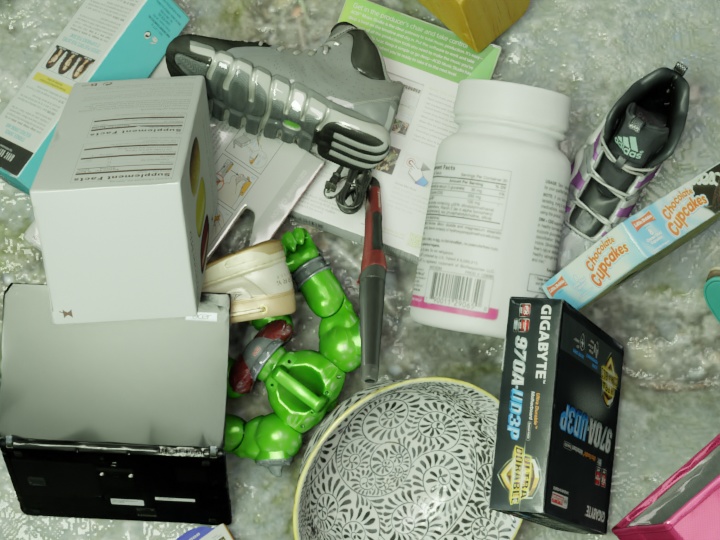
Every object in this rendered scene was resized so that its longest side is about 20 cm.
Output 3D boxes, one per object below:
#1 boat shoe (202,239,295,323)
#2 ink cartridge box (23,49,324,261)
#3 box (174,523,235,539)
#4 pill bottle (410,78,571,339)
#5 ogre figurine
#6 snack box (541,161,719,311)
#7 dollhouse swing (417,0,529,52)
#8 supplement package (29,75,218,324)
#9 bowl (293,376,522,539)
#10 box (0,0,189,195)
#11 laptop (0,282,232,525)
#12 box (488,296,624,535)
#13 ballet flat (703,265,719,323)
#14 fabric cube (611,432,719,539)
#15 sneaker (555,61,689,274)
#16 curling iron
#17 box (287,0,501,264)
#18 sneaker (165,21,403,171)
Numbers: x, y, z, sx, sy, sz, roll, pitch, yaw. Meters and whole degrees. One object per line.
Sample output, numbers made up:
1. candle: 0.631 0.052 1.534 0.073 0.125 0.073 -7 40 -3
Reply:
1. boat shoe: -0.142 0.041 1.282 0.199 0.074 0.070 -22 90 18
2. ink cartridge box: -0.154 -0.056 1.369 0.176 0.045 0.201 35 82 8
3. box: -0.123 0.281 1.262 0.119 0.200 0.042 -34 121 -6
4. pill bottle: 0.110 -0.048 1.327 0.112 0.113 0.202 10 90 1
5. ogre figurine: -0.071 0.080 1.324 0.120 0.098 0.200 37 72 15
6. snack box: 0.246 -0.036 1.301 0.199 0.116 0.037 -29 80 -37
7. dollhouse swing: 0.081 -0.322 1.366 0.176 0.182 0.200 -46 75 0
8. supplement package: -0.173 -0.057 1.235 0.108 0.200 0.115 -3 119 2
9. bowl: 0.027 0.162 1.294 0.199 0.094 0.203 -7 111 -19
10. box: -0.235 -0.155 1.368 0.082 0.049 0.201 24 76 46
11. laptop: -0.188 0.111 1.285 0.175 0.201 0.104 3 56 1
12. box: 0.156 0.118 1.270 0.046 0.200 0.161 2 77 23
13. ballet flat: 0.372 0.059 1.364 0.200 0.068 0.062 43 53 3
14. fabric cube: 0.345 0.214 1.256 0.196 0.200 0.200 -39 84 -9
15. sneaker: 0.210 -0.087 1.338 0.077 0.140 0.201 28 79 4
16. curling iron: 0.000 0.000 1.316 0.049 0.026 0.202 0 63 -12
17. box: 0.023 -0.121 1.396 0.143 0.036 0.202 20 81 3
18. sneaker: -0.056 -0.168 1.349 0.199 0.075 0.116 25 60 -4
